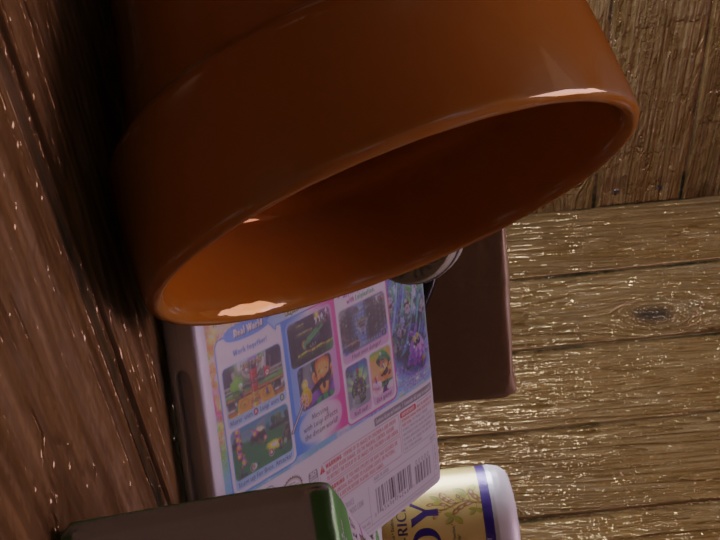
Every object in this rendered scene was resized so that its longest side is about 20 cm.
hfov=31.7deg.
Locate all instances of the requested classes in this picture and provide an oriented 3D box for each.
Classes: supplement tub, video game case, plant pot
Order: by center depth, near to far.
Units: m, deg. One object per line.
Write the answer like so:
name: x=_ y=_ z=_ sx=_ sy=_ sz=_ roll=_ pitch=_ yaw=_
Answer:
plant pot: x=-0.019 y=-0.101 z=0.504 sx=0.200 sy=0.200 sz=0.183 roll=82 pitch=-13 yaw=-78
video game case: x=-0.022 y=0.062 z=0.659 sx=0.200 sy=0.024 sz=0.182 roll=-25 pitch=113 yaw=-53
supplement tub: x=0.039 y=0.253 z=1.129 sx=0.145 sy=0.200 sz=0.145 roll=-6 pitch=90 yaw=-90

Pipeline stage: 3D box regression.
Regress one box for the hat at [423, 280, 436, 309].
hat: x=0.000 y=0.000 z=0.773 sx=0.201 sy=0.081 sz=0.201 roll=-40 pitch=141 yaw=-42

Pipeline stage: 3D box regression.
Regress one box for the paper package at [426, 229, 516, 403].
paper package: x=0.012 y=0.003 z=0.965 sx=0.103 sy=0.200 sz=0.191 roll=-93 pitch=178 yaw=-69

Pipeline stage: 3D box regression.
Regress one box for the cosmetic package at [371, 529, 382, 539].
cosmetic package: x=-0.028 y=0.185 z=1.009 sx=0.108 sy=0.085 sz=0.200 roll=80 pitch=5 yaw=-49

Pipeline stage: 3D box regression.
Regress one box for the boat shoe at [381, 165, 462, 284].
boat shoe: x=-0.024 y=-0.074 z=0.631 sx=0.200 sy=0.075 sz=0.062 roll=43 pitch=24 yaw=3

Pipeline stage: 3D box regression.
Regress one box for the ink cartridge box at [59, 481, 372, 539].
ink cartridge box: x=-0.029 y=0.160 z=0.434 sx=0.200 sy=0.084 sz=0.145 roll=76 pitch=4 yaw=-73
